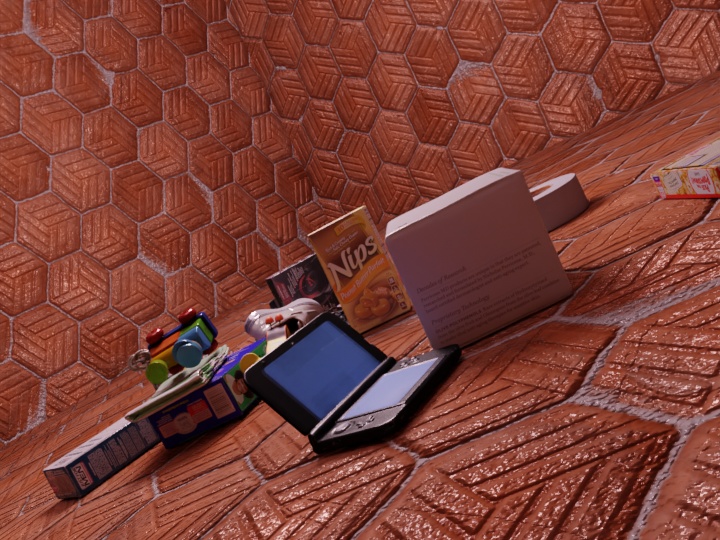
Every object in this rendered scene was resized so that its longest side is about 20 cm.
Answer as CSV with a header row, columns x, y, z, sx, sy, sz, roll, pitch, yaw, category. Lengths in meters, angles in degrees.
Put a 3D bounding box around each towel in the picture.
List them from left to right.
x,y,z,sx,sy,sz,roll,pitch,yaw,category
-0.298,0.186,1.284,0.151,0.024,0.200,-30,6,6,towel

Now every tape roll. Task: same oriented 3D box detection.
x,y,z,sx,sy,sz,roll,pitch,yaw,category
0.344,-0.117,1.524,0.197,0.067,0.200,-27,7,3,tape roll

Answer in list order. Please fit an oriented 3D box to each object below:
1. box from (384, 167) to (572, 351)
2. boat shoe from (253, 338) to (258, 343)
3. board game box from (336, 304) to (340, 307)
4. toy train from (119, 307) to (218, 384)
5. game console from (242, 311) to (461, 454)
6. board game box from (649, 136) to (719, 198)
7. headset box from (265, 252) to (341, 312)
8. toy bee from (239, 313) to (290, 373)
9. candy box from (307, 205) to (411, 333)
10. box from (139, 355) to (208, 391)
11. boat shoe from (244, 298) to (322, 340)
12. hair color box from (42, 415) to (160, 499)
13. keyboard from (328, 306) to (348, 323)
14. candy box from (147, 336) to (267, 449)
x,y,z,sx,sy,sz,roll,pitch,yaw,category
0.150,-0.021,1.053,0.197,0.174,0.199,-26,6,7,box
-0.179,0.156,1.570,0.072,0.064,0.202,15,13,-12,boat shoe
0.036,0.027,1.600,0.155,0.040,0.200,-14,6,17,board game box
-0.340,0.156,1.315,0.198,0.085,0.116,-31,18,8,toy train
-0.004,0.110,0.908,0.174,0.118,0.199,-23,8,36,game console
0.536,-0.160,1.128,0.149,0.047,0.200,-28,6,0,board game box
-0.106,0.047,1.711,0.198,0.151,0.075,-29,5,-17,headset box
-0.139,0.135,1.284,0.129,0.111,0.199,-20,9,-18,toy bee
0.000,0.000,1.400,0.114,0.203,0.055,-25,5,9,candy box
-0.355,0.202,1.567,0.037,0.139,0.200,-24,7,15,box
-0.137,0.107,1.548,0.069,0.072,0.198,33,24,32,boat shoe
-0.440,0.315,1.356,0.099,0.061,0.199,-21,8,44,hair color box
-0.038,0.092,1.568,0.197,0.040,0.104,-26,7,2,keyboard
-0.244,0.206,1.335,0.167,0.078,0.200,-27,7,21,candy box
